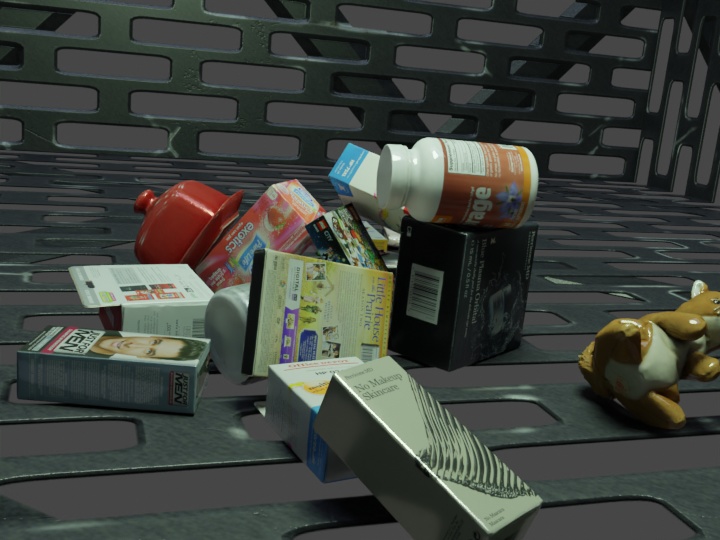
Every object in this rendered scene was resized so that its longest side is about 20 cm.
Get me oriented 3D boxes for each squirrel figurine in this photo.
[{"bbox_3d":[0.387,0.093,1.073,0.186,0.142,0.200,-34,-2,-18],"label":"squirrel figurine"}]

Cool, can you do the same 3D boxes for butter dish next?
[{"bbox_3d":[-0.303,-0.075,1.371,0.147,0.200,0.200,37,13,-5],"label":"butter dish"}]

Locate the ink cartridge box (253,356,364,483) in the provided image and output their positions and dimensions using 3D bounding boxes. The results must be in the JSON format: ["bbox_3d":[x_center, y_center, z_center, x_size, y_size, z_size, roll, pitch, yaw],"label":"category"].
[{"bbox_3d":[-0.030,0.148,0.909,0.114,0.068,0.200,-2,15,-28],"label":"ink cartridge box"}]

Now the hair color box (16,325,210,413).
[{"bbox_3d":[-0.281,0.113,0.972,0.198,0.061,0.099,6,14,-2],"label":"hair color box"}]

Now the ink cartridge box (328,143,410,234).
[{"bbox_3d":[0.059,-0.110,1.306,0.199,0.068,0.116,27,-14,23],"label":"ink cartridge box"}]

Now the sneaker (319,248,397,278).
[{"bbox_3d":[0.005,-0.047,1.525,0.199,0.117,0.076,-1,-9,30],"label":"sneaker"}]

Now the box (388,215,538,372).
[{"bbox_3d":[0.151,0.021,1.221,0.117,0.198,0.199,17,18,38],"label":"box"}]

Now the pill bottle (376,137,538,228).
[{"bbox_3d":[0.127,-0.118,1.125,0.198,0.113,0.112,3,14,-12],"label":"pill bottle"}]

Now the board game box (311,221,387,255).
[{"bbox_3d":[-0.037,-0.074,1.862,0.152,0.041,0.200,2,14,-13],"label":"board game box"}]

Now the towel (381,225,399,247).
[{"bbox_3d":[0.151,-0.076,1.962,0.198,0.033,0.191,5,13,-6],"label":"towel"}]

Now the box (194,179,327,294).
[{"bbox_3d":[-0.152,-0.040,1.328,0.095,0.200,0.103,47,20,3],"label":"box"}]

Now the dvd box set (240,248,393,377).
[{"bbox_3d":[-0.047,0.061,1.013,0.199,0.148,0.029,9,-7,-39],"label":"dvd box set"}]

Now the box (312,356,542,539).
[{"bbox_3d":[0.053,0.167,0.729,0.082,0.069,0.200,-12,43,-45],"label":"box"}]

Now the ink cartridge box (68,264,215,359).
[{"bbox_3d":[-0.301,0.055,1.148,0.174,0.085,0.200,-1,15,-24],"label":"ink cartridge box"}]

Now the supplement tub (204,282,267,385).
[{"bbox_3d":[-0.089,0.066,1.078,0.199,0.124,0.122,-13,22,-41],"label":"supplement tub"}]

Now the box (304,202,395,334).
[{"bbox_3d":[0.000,0.000,1.280,0.038,0.201,0.137,-28,3,21],"label":"box"}]
